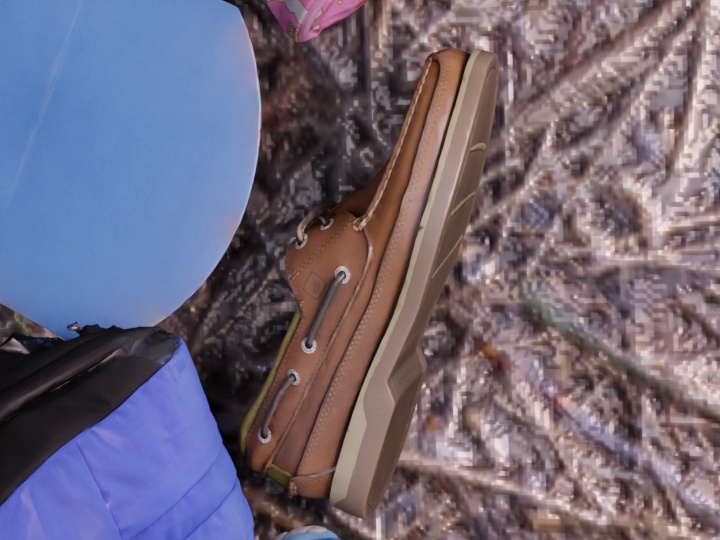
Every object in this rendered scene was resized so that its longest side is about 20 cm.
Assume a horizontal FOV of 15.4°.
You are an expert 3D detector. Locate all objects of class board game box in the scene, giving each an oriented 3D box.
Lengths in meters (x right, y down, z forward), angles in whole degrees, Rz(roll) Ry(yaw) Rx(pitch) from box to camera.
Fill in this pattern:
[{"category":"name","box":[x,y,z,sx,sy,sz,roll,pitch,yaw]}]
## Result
[{"category":"board game box","box":[-0.126,-0.064,1.122,0.199,0.039,0.159,27,104,19]}]

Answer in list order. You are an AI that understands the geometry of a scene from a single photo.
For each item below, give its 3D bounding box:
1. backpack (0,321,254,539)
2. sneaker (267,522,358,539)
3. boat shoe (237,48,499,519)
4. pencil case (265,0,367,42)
[{"category":"backpack","box":[-0.140,0.122,1.046,0.162,0.200,0.169,-6,117,32]},{"category":"sneaker","box":[-0.052,0.193,1.097,0.078,0.090,0.200,36,108,-7]},{"category":"boat shoe","box":[0.000,0.000,1.075,0.068,0.072,0.201,20,101,11]},{"category":"pencil case","box":[-0.056,-0.185,1.065,0.200,0.083,0.087,47,150,6]}]
